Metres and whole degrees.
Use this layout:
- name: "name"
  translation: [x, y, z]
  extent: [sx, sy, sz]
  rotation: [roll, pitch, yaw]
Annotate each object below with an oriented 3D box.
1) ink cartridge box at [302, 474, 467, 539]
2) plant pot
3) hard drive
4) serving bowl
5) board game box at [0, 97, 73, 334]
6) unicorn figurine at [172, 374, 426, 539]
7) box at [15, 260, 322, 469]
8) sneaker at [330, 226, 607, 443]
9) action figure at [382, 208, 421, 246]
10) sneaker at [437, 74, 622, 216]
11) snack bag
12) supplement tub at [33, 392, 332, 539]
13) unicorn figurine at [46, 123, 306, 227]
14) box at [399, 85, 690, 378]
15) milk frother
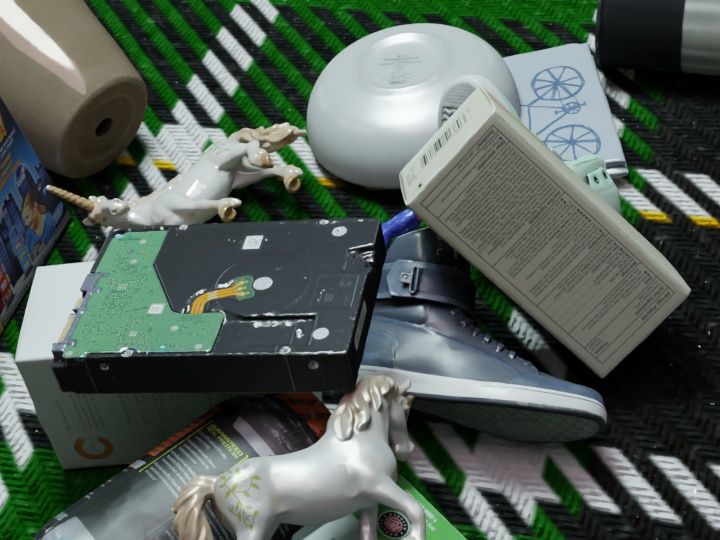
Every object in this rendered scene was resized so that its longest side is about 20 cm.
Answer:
- name: "ink cartridge box"
  translation: [-0.007, 0.241, 0.778]
  extent: [0.199, 0.084, 0.146]
  rotation: [-31, 48, -22]
- name: "plant pot"
  translation: [-0.296, -0.179, 1.197]
  extent: [0.174, 0.201, 0.200]
  rotation: [38, 60, 18]
- name: "hard drive"
  translation: [-0.089, 0.023, 0.852]
  extent: [0.198, 0.038, 0.140]
  rotation: [-2, 38, 12]
- name: "serving bowl"
  translation: [0.042, -0.163, 1.166]
  extent: [0.198, 0.066, 0.201]
  rotation: [-8, 44, 8]
- name: "board game box"
  translation: [-0.323, -0.054, 1.047]
  extent: [0.061, 0.201, 0.201]
  rotation: [7, 46, 15]
- name: "unicorn figurine"
  translation: [-0.017, 0.134, 0.768]
  extent: [0.198, 0.074, 0.138]
  rotation: [-5, 62, -29]
- name: "box"
  translation: [-0.133, 0.064, 0.950]
  extent: [0.198, 0.125, 0.098]
  rotation: [-5, 44, 4]
- name: "sneaker"
  translation: [0.089, 0.042, 0.945]
  extent: [0.200, 0.077, 0.147]
  rotation: [8, 64, 19]
- name: "action figure"
  translation: [0.000, 0.000, 1.027]
  extent: [0.199, 0.066, 0.052]
  rotation: [-35, 23, -6]
- name: "sneaker"
  translation: [0.137, -0.081, 1.018]
  extent: [0.073, 0.201, 0.118]
  rotation: [-11, 26, 44]
- name: "snack bag"
  translation: [0.129, -0.132, 1.175]
  extent: [0.198, 0.022, 0.190]
  rotation: [-10, 44, 4]
- name: "supplement tub"
  translation: [-0.100, 0.166, 0.842]
  extent: [0.199, 0.123, 0.122]
  rotation: [-33, 49, -22]
- name: "unicorn figurine"
  translation: [-0.143, -0.065, 1.118]
  extent: [0.137, 0.075, 0.199]
  rotation: [15, 35, 39]
- name: "box"
  translation: [0.131, -0.027, 0.927]
  extent: [0.095, 0.200, 0.078]
  rotation: [-45, 16, 13]
- name: "milk frother"
  translation: [0.318, -0.286, 1.170]
  extent: [0.186, 0.201, 0.181]
  rotation: [7, 43, 16]
